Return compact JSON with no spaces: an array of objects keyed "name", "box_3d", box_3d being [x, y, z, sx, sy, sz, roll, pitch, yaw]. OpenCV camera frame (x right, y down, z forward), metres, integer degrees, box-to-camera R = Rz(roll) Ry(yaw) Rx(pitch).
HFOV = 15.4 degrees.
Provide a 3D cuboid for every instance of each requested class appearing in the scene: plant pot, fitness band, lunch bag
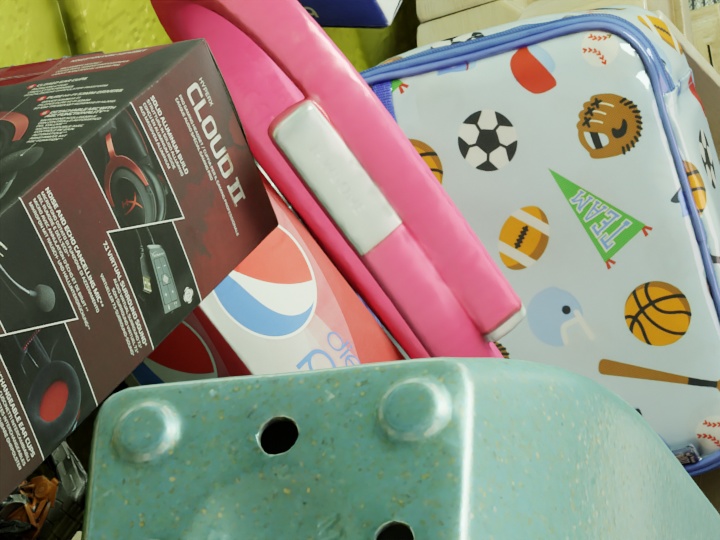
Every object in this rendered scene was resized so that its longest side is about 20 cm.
[{"name":"plant pot","box_3d":[0.002,0.126,0.817,0.200,0.195,0.197,61,27,-56]},{"name":"fitness band","box_3d":[-0.005,-0.032,0.931,0.037,0.144,0.200,-37,111,-4]},{"name":"lunch bag","box_3d":[0.069,0.002,1.055,0.076,0.159,0.201,-40,116,-73]}]

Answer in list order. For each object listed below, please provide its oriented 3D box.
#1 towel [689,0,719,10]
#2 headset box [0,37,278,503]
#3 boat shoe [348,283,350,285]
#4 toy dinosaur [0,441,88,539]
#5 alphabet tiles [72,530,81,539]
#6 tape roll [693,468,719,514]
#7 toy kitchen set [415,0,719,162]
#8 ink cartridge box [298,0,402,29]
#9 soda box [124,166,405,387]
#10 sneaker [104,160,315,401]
[{"name":"towel","box_3d":[0.147,-0.101,1.249,0.035,0.199,0.194,35,52,-57]},{"name":"headset box","box_3d":[-0.132,-0.001,0.861,0.200,0.148,0.075,-48,123,-47]},{"name":"boat shoe","box_3d":[0.000,0.000,1.182,0.200,0.072,0.073,-32,116,-65]},{"name":"toy dinosaur","box_3d":[-0.140,0.117,0.874,0.102,0.135,0.200,51,7,-30]},{"name":"alphabet tiles","box_3d":[-0.032,0.151,0.985,0.199,0.006,0.167,10,60,-35]},{"name":"tape roll","box_3d":[0.139,0.103,1.207,0.202,0.139,0.204,8,76,-34]},{"name":"toy kitchen set","box_3d":[0.110,-0.143,1.171,0.163,0.199,0.182,33,48,-57]},{"name":"ink cartridge box","box_3d":[-0.019,-0.194,1.108,0.200,0.076,0.137,56,48,-44]},{"name":"soda box","box_3d":[-0.033,0.040,0.993,0.200,0.063,0.070,52,46,-6]},{"name":"sneaker","box_3d":[-0.061,-0.009,1.063,0.079,0.075,0.201,15,73,-46]}]
